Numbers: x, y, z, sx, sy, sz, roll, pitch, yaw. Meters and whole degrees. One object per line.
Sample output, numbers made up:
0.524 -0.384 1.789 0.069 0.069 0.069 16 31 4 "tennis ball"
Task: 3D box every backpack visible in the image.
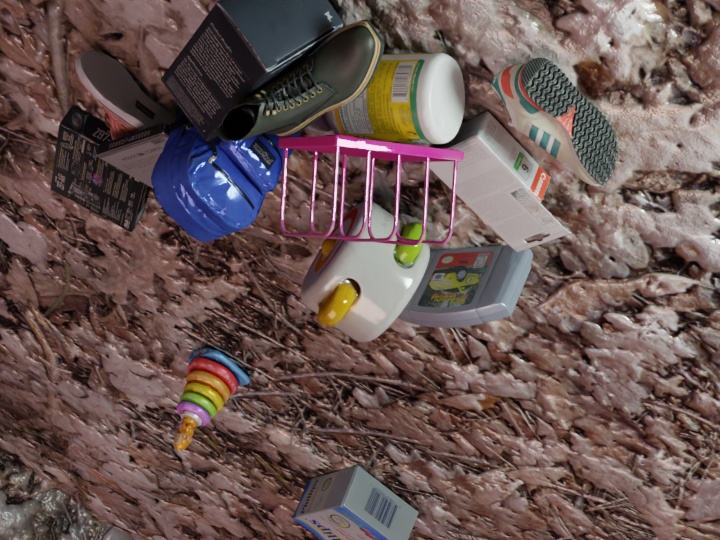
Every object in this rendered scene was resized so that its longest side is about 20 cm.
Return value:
-0.192 -0.154 1.716 0.167 0.201 0.162 -16 128 46 "backpack"

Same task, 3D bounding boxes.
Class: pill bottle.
0.024 -0.219 1.559 0.198 0.114 0.113 4 141 29 "pill bottle"

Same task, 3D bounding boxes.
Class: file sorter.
0.010 -0.099 1.561 0.198 0.127 0.138 3 -178 -34 "file sorter"

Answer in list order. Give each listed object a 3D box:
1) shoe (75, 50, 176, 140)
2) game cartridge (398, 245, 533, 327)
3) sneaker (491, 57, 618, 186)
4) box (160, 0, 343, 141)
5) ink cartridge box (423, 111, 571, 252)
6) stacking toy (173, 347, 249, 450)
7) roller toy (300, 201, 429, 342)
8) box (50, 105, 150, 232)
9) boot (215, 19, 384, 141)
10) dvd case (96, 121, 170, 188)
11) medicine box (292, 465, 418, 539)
-0.363 -0.240 1.833 0.090 0.072 0.200 -22 129 42 "shoe"
0.145 0.024 1.790 0.198 0.134 0.041 -4 138 37 "game cartridge"
0.239 -0.183 1.517 0.200 0.071 0.093 44 161 -28 "sneaker"
-0.139 -0.275 1.542 0.105 0.148 0.200 52 142 -1 "box"
0.191 -0.115 1.644 0.200 0.051 0.108 42 144 -23 "ink cartridge box"
-0.313 0.261 2.368 0.110 0.201 0.115 42 145 -24 "stacking toy"
0.000 0.000 1.806 0.139 0.201 0.182 34 174 -11 "roller toy"
-0.423 -0.162 2.007 0.159 0.044 0.200 28 147 -2 "box"
-0.072 -0.217 1.467 0.200 0.138 0.078 -42 81 33 "boot"
-0.278 -0.157 1.862 0.149 0.025 0.199 -12 151 36 "dvd case"
-0.012 0.521 2.609 0.182 0.104 0.199 39 144 -19 "medicine box"
